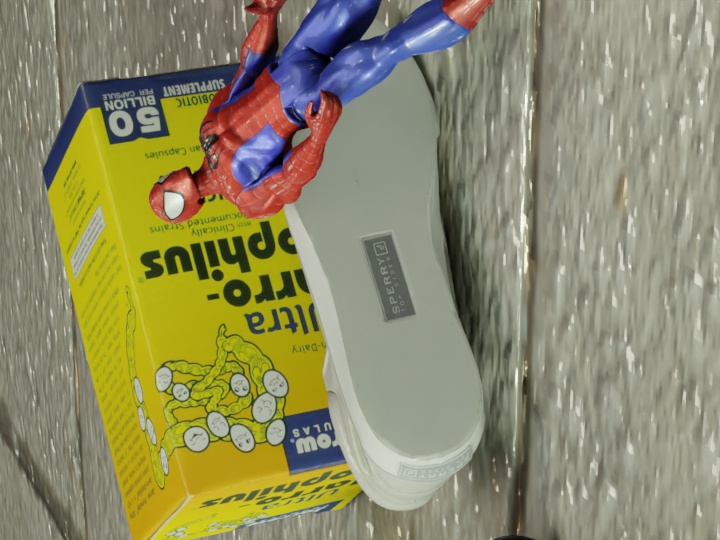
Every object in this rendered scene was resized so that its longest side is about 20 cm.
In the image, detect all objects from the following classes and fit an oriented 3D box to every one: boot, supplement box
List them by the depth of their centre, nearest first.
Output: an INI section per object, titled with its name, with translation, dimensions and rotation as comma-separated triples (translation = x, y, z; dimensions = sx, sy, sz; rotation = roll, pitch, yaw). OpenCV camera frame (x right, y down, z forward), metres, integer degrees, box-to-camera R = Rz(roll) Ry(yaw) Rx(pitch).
[boot]
translation = 0.000, 0.000, 0.934
dimensions = 0.096, 0.073, 0.201
rotation = 114, 148, -68
[supplement box]
translation = -0.068, 0.015, 1.059
dimensions = 0.110, 0.108, 0.201
rotation = 132, 125, -64

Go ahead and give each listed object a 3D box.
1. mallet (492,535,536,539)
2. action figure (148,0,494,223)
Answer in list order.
[mallet]
translation = 0.088, 0.199, 0.851
dimensions = 0.201, 0.041, 0.066
rotation = 64, 154, 27
[action figure]
translation = -0.016, -0.078, 0.852
dimensions = 0.200, 0.051, 0.066
rotation = -42, 62, 34
